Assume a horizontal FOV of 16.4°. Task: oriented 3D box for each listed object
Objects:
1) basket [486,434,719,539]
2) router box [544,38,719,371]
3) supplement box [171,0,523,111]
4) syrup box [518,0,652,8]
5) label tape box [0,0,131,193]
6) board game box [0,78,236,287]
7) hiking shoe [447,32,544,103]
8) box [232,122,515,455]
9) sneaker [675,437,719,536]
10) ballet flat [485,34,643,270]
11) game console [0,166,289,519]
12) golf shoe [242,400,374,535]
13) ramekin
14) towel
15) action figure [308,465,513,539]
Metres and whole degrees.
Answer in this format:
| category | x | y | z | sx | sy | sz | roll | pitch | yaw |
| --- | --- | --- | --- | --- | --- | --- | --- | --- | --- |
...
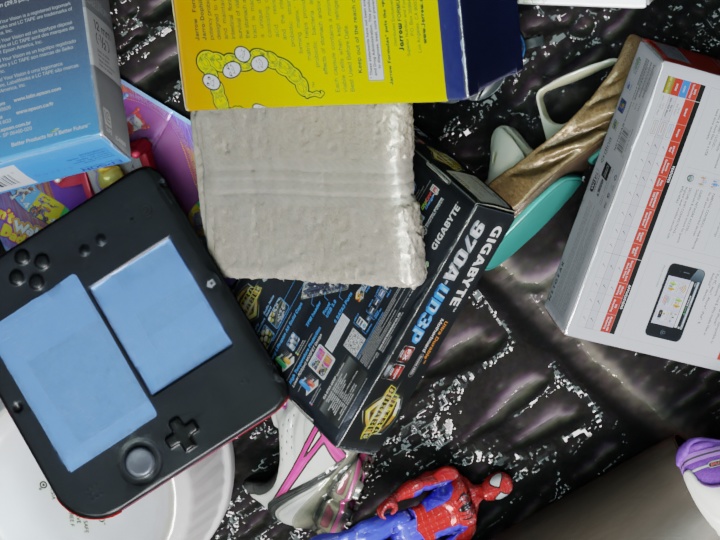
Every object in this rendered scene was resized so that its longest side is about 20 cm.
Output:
| category | x | y | z | sx | sy | sz | roll | pitch | yaw |
| --- | --- | --- | --- | --- | --- | --- | --- | --- | --- |
| basket | 0.177 | 0.219 | 1.746 | 0.200 | 0.136 | 0.181 | -40 | 57 | 10 |
| router box | 0.241 | -0.035 | 1.678 | 0.178 | 0.049 | 0.201 | 14 | 108 | -18 |
| supplement box | -0.009 | -0.167 | 1.596 | 0.199 | 0.109 | 0.110 | 0 | 104 | 24 |
| syrup box | 0.100 | -0.224 | 1.665 | 0.198 | 0.081 | 0.079 | 2 | 107 | 8 |
| label tape box | -0.246 | -0.160 | 1.739 | 0.142 | 0.066 | 0.201 | -14 | 71 | 13 |
| board game box | -0.175 | -0.045 | 1.780 | 0.199 | 0.039 | 0.159 | 31 | 108 | 1 |
| hiking shoe | 0.019 | -0.147 | 1.702 | 0.199 | 0.087 | 0.075 | 10 | 106 | 24 |
| box | 0.000 | 0.000 | 1.711 | 0.159 | 0.046 | 0.201 | 42 | 110 | 39 |
| sneaker | 0.300 | 0.105 | 1.688 | 0.084 | 0.199 | 0.081 | 55 | 147 | 24 |
| ballet flat | 0.136 | -0.088 | 1.711 | 0.200 | 0.068 | 0.072 | -42 | 75 | 17 |
| game console | -0.168 | 0.053 | 1.726 | 0.176 | 0.031 | 0.201 | -33 | 78 | 6 |
| golf shoe | -0.021 | 0.095 | 1.777 | 0.092 | 0.073 | 0.201 | 22 | 108 | 4 |
| ramekin | -0.198 | 0.147 | 1.809 | 0.201 | 0.094 | 0.204 | 3 | 105 | 10 |
| towel | -0.035 | -0.056 | 1.679 | 0.199 | 0.034 | 0.134 | 4 | 105 | 43 |
| action figure | 0.025 | 0.190 | 1.764 | 0.199 | 0.052 | 0.066 | -26 | 98 | -25 |
